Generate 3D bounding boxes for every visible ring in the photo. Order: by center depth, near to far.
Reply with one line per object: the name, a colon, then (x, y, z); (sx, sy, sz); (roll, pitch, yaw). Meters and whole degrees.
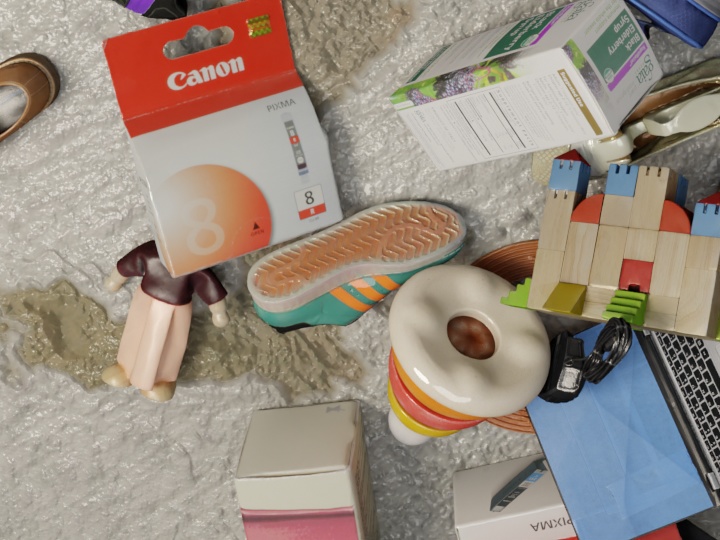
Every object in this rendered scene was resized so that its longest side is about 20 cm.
ring: (0.167, 0.067, 1.087); (0.199, 0.019, 0.201); (1, 112, 2)

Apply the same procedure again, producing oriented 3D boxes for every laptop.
laptop: (0.240, 0.114, 0.983); (0.115, 0.188, 0.200); (-13, 158, -19)

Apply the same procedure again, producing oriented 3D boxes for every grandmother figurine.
grandmother figurine: (-0.175, 0.021, 1.063); (0.121, 0.061, 0.201); (14, 114, -3)

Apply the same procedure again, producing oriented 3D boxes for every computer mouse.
computer mouse: (0.185, 0.074, 0.949); (0.034, 0.200, 0.059); (17, 76, -4)

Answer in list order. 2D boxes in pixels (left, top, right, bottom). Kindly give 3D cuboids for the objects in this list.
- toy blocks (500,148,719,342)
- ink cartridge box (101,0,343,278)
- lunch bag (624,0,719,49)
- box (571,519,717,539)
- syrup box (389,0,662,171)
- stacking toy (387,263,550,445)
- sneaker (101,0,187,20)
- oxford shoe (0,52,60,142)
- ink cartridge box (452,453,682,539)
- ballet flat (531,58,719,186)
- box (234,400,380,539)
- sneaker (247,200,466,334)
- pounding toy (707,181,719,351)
toy blocks: (0.223, -0.023, 0.943); (0.199, 0.100, 0.137); (9, 87, 34)
ink cartridge box: (-0.109, -0.112, 0.975); (0.162, 0.050, 0.201); (-20, 117, -18)
lunch bag: (0.212, -0.255, 0.883); (0.200, 0.136, 0.133); (33, 109, -11)
box: (0.232, 0.313, 1.057); (0.196, 0.200, 0.118); (-23, 113, -17)
syrup box: (0.123, -0.142, 0.905); (0.200, 0.079, 0.082); (-7, 125, 55)
stacking toy: (0.067, 0.102, 1.048); (0.146, 0.147, 0.200); (22, 141, -6)
sneaker: (-0.133, -0.289, 0.929); (0.099, 0.070, 0.201); (23, 116, -14)
oxford shoe: (-0.352, -0.117, 1.007); (0.200, 0.071, 0.071); (-33, 109, 17)
ink cartridge box: (0.187, 0.229, 1.069); (0.199, 0.176, 0.045); (-14, 113, 8)
ballet flat: (0.232, -0.122, 0.979); (0.199, 0.062, 0.068); (-25, 109, 13)
box: (-0.043, 0.243, 1.113); (0.108, 0.128, 0.201); (-6, 112, 6)
sneaker: (0.000, 0.000, 1.046); (0.199, 0.072, 0.080); (-18, 147, -3)
pounding toy: (0.391, 0.023, 0.990); (0.183, 0.142, 0.201); (9, 113, -1)
